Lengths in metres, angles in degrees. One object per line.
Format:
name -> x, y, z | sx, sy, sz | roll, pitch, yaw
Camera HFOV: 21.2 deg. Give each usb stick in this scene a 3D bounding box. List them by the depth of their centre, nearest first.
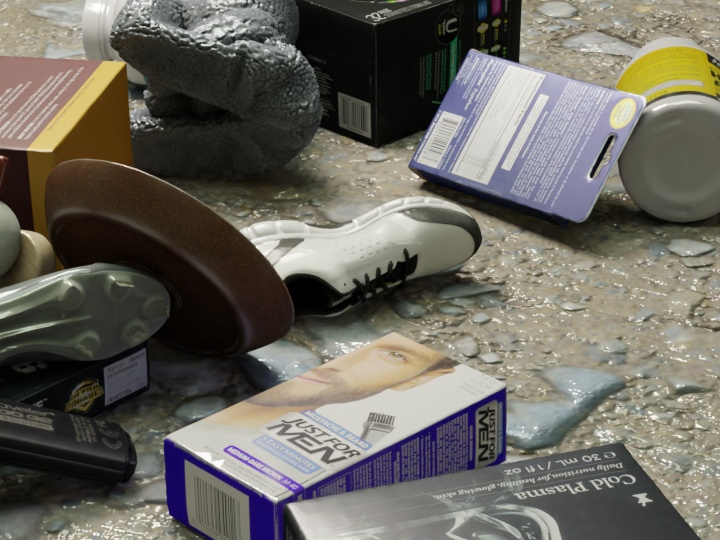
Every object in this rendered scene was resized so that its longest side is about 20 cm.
usb stick -> -0.238, 0.098, 1.207 | 0.200, 0.033, 0.055 | 14, 22, -26

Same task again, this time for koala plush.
koala plush -> -0.108, -0.197, 1.701 | 0.184, 0.178, 0.200 | 11, 44, 5

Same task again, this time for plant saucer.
plant saucer -> -0.141, 0.001, 1.337 | 0.200, 0.200, 0.035 | 14, 60, 28

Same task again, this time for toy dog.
toy dog -> -0.313, -0.039, 1.371 | 0.200, 0.096, 0.132 | 8, -6, 9

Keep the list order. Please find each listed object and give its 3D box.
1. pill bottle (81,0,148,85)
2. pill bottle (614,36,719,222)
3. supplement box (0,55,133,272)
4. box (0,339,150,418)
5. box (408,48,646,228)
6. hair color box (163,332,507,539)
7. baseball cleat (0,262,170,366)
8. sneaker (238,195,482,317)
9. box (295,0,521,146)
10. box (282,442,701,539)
pill bottle -> -0.167, -0.234, 1.877 | 0.200, 0.111, 0.111 | 2, 26, 8
pill bottle -> 0.272, -0.130, 1.648 | 0.111, 0.111, 0.200 | 1, 26, 4
supplement box -> -0.305, -0.078, 1.537 | 0.200, 0.133, 0.197 | 4, 27, 9
box -> -0.271, 0.062, 1.347 | 0.200, 0.046, 0.159 | 22, 34, 38
box -> 0.143, -0.109, 1.610 | 0.200, 0.121, 0.032 | 22, -10, 43
hair color box -> -0.013, 0.113, 1.218 | 0.200, 0.065, 0.109 | -22, 32, -39
baseball cleat -> -0.233, 0.027, 1.289 | 0.200, 0.070, 0.106 | -11, 22, -27
sneaker -> 0.000, 0.000, 1.458 | 0.200, 0.074, 0.080 | -12, 42, -11
box -> 0.036, -0.219, 1.824 | 0.200, 0.124, 0.148 | -25, 36, -38
box -> 0.081, 0.200, 0.973 | 0.200, 0.124, 0.197 | -9, 29, -16
